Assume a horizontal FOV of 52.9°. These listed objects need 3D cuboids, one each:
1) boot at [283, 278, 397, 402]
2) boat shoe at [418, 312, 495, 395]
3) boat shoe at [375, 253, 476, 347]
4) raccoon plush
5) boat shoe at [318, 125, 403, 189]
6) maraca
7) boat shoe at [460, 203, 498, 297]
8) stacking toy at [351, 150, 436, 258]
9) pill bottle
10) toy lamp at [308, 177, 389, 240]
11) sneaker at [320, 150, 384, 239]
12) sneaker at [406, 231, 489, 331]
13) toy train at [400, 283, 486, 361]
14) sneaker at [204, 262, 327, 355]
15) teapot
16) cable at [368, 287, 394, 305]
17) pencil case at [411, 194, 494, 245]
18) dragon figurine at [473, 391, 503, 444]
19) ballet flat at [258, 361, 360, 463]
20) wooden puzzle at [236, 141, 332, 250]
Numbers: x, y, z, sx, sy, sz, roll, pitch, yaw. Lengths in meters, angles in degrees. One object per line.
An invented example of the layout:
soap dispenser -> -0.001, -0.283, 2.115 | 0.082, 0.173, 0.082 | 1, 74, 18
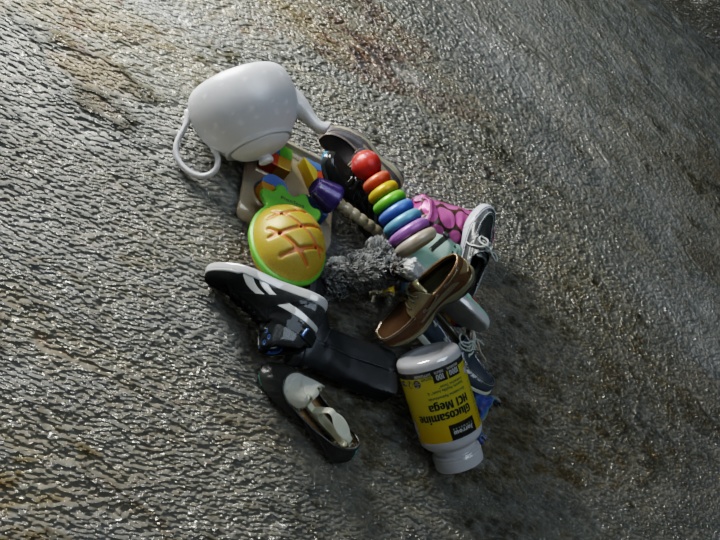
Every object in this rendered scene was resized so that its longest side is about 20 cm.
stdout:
boot -> -0.022, 0.113, 1.207 | 0.199, 0.066, 0.166 | 23, 61, -24
boat shoe -> 0.170, 0.134, 1.287 | 0.200, 0.062, 0.075 | 46, 22, 10
boat shoe -> 0.102, 0.043, 1.223 | 0.074, 0.200, 0.076 | 49, -1, -44
raccoon plush -> 0.000, 0.000, 1.202 | 0.133, 0.200, 0.098 | -21, 89, -20
boat shoe -> 0.001, -0.205, 1.409 | 0.199, 0.074, 0.074 | 33, 48, -18
maraca -> -0.118, -0.059, 1.179 | 0.136, 0.107, 0.201 | 22, 46, -26
boat shoe -> 0.233, -0.037, 1.436 | 0.073, 0.068, 0.201 | 33, 78, -34
stacking toy -> 0.051, -0.125, 1.271 | 0.085, 0.085, 0.201 | -24, 81, -44
pill bottle -> 0.139, 0.231, 1.217 | 0.112, 0.112, 0.202 | -24, 99, -44
toy lamp -> -0.008, -0.097, 1.293 | 0.199, 0.058, 0.059 | 35, 48, -25
sneaker -> 0.003, -0.150, 1.341 | 0.200, 0.081, 0.074 | 50, 36, -27
sneaker -> 0.178, 0.013, 1.318 | 0.200, 0.074, 0.118 | 42, 61, 7
toy train -> 0.159, 0.089, 1.362 | 0.115, 0.085, 0.201 | -12, 71, -31
sneaker -> -0.158, 0.065, 1.098 | 0.198, 0.073, 0.113 | 17, 65, 3
teapot -> -0.188, -0.245, 1.212 | 0.197, 0.199, 0.147 | -19, 88, -55
cable -> 0.036, -0.017, 1.366 | 0.097, 0.051, 0.201 | 26, 37, -3
pencil case -> 0.182, -0.099, 1.485 | 0.199, 0.090, 0.095 | 11, 94, -36
dragon figurine -> 0.195, 0.225, 1.323 | 0.099, 0.059, 0.201 | -10, 73, -42
ballet flat -> -0.070, 0.209, 1.111 | 0.200, 0.068, 0.068 | 47, 47, -6
wooden puzzle -> -0.121, -0.150, 1.296 | 0.184, 0.046, 0.201 | 24, 53, -27
